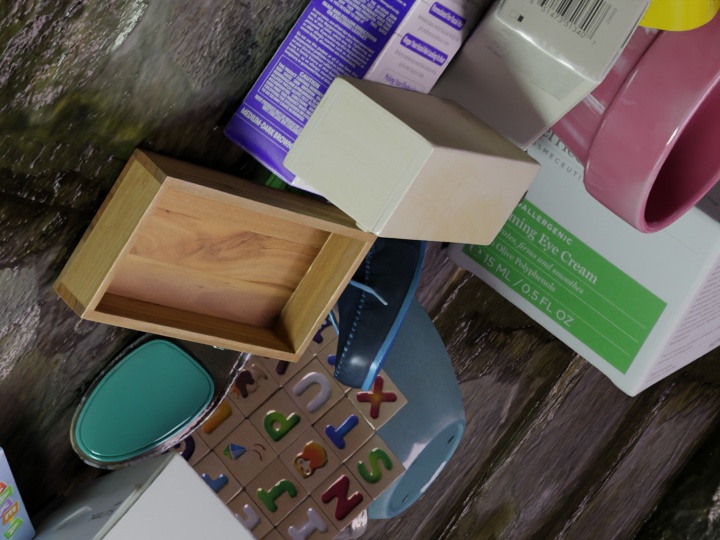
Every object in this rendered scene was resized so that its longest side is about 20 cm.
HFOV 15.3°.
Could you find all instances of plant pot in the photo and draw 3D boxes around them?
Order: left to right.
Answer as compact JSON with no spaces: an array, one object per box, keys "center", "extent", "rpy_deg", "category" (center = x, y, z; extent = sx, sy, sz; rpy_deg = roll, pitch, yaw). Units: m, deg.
[{"center":[-0.002,0.106,1.974],"extent":[0.200,0.135,0.200],"rpy_deg":[-45,161,-20],"category":"plant pot"},{"center":[0.189,-0.157,1.865],"extent":[0.200,0.179,0.200],"rpy_deg":[-45,162,-19],"category":"plant pot"}]

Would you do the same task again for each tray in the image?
[{"center":[-0.084,-0.007,1.606],"extent":[0.200,0.037,0.099],"rpy_deg":[14,113,-52],"category":"tray"}]

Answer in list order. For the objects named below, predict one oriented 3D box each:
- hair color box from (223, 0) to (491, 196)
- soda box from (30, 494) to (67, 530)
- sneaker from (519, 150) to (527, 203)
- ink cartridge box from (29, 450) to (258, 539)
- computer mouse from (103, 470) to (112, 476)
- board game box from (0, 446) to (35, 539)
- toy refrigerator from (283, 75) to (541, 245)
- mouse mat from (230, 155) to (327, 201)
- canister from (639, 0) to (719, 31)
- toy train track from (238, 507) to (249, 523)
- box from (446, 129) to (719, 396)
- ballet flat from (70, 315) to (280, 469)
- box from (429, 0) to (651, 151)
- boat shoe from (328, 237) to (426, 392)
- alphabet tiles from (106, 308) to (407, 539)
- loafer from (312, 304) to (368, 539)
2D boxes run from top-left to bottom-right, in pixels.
[{"center":[0.011,-0.142,1.628],"extent":[0.200,0.065,0.109],"rpy_deg":[-54,162,7],"category":"hair color box"},{"center":[-0.217,0.248,1.812],"extent":[0.063,0.070,0.200],"rpy_deg":[-35,156,-41],"category":"soda box"},{"center":[0.074,-0.090,1.916],"extent":[0.200,0.077,0.089],"rpy_deg":[-25,136,-66],"category":"sneaker"},{"center":[-0.124,0.240,1.659],"extent":[0.146,0.200,0.147],"rpy_deg":[-48,-166,-31],"category":"ink cartridge box"},{"center":[-0.129,0.134,1.870],"extent":[0.141,0.046,0.200],"rpy_deg":[-51,158,-17],"category":"computer mouse"},{"center":[-0.282,0.194,1.595],"extent":[0.200,0.037,0.151],"rpy_deg":[-48,162,-18],"category":"board game box"},{"center":[0.033,-0.061,1.610],"extent":[0.070,0.076,0.200],"rpy_deg":[-57,162,11],"category":"toy refrigerator"},{"center":[-0.025,-0.081,1.760],"extent":[0.200,0.008,0.161],"rpy_deg":[-45,162,-19],"category":"mouse mat"},{"center":[0.206,-0.273,1.717],"extent":[0.201,0.086,0.149],"rpy_deg":[85,22,-47],"category":"canister"},{"center":[-0.124,0.182,1.830],"extent":[0.200,0.032,0.115],"rpy_deg":[-53,-165,8],"category":"toy train track"},{"center":[0.220,-0.041,2.142],"extent":[0.200,0.199,0.172],"rpy_deg":[-23,146,-58],"category":"box"},{"center":[-0.106,0.055,1.723],"extent":[0.200,0.072,0.072],"rpy_deg":[-45,162,-10],"category":"ballet flat"},{"center":[0.110,-0.141,1.690],"extent":[0.069,0.082,0.200],"rpy_deg":[-57,-175,-13],"category":"box"},{"center":[0.000,0.000,1.752],"extent":[0.200,0.068,0.084],"rpy_deg":[-77,-168,-51],"category":"boat shoe"},{"center":[-0.066,0.111,1.781],"extent":[0.200,0.167,0.006],"rpy_deg":[-41,-174,-24],"category":"alphabet tiles"},{"center":[-0.038,0.092,1.856],"extent":[0.070,0.069,0.201],"rpy_deg":[-84,167,-86],"category":"loafer"}]
